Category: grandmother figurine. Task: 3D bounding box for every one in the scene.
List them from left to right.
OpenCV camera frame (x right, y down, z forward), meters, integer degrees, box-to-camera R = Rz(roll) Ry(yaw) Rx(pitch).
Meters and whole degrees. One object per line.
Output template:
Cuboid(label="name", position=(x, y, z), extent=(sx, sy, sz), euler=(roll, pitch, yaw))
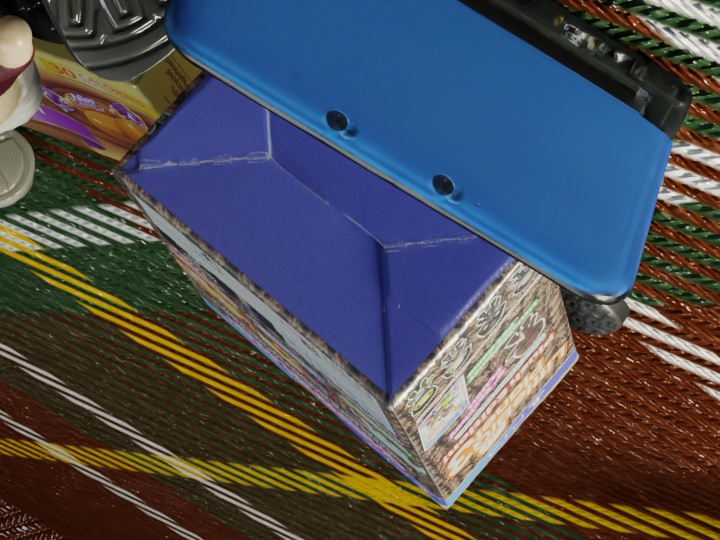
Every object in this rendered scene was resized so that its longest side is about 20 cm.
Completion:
Cuboid(label="grandmother figurine", position=(-0.185, -0.078, 1.054), extent=(0.121, 0.061, 0.200), euler=(3, -179, 16))

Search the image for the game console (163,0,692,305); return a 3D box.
Cuboid(label="game console", position=(0.015, -0.068, 1.026), extent=(0.200, 0.118, 0.171), euler=(32, 164, -8))

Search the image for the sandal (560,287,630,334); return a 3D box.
Cuboid(label="sandal", position=(0.061, -0.027, 1.238), extent=(0.075, 0.045, 0.200), euler=(48, 171, -37))

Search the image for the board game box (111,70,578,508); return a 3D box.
Cuboid(label="board game box", position=(0.000, 0.000, 1.145), extent=(0.159, 0.097, 0.200), euler=(40, 173, 17))

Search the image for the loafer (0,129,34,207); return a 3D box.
Cuboid(label="loafer", position=(-0.292, -0.090, 1.596), extent=(0.200, 0.072, 0.063), euler=(26, 172, -2))

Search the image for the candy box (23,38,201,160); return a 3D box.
Cuboid(label="candy box", position=(-0.155, -0.112, 1.301), extent=(0.200, 0.057, 0.117), euler=(19, 162, 27))

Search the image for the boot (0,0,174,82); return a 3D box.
Cuboid(label="boot", position=(-0.136, -0.168, 1.065), extent=(0.200, 0.066, 0.165), euler=(-139, 35, -69))
